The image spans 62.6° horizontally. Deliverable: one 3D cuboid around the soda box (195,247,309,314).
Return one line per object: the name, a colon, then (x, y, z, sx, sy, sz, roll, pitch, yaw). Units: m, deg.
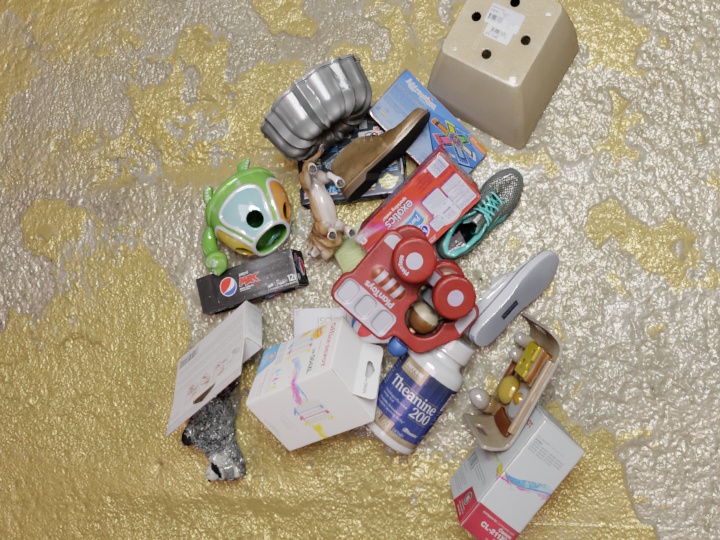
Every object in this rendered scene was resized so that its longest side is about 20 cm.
soda box: (-0.198, 0.021, 1.088, 0.196, 0.063, 0.072, -17, 82, 12)

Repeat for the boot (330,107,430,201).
boot: (0.028, -0.208, 0.984, 0.199, 0.073, 0.076, -40, 77, 20)

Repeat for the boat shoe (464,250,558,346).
boat shoe: (0.240, 0.033, 0.975, 0.199, 0.074, 0.065, -41, 43, -8)

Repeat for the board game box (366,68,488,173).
board game box: (0.115, -0.236, 1.017, 0.200, 0.019, 0.103, 45, 88, -2)

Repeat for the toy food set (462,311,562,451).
toy food set: (0.230, 0.167, 0.925, 0.060, 0.144, 0.203, 28, 94, -4)

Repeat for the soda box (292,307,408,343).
soda box: (-0.016, 0.096, 1.035, 0.195, 0.068, 0.065, -2, 86, 13)

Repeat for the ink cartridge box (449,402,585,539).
ink cartridge box: (0.234, 0.304, 0.913, 0.082, 0.146, 0.201, 37, 96, -1)

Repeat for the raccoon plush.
raccoon plush: (-0.232, 0.281, 1.070, 0.132, 0.097, 0.203, 30, 93, 6)

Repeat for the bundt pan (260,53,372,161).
bundt pan: (-0.060, -0.251, 0.960, 0.200, 0.202, 0.076, -37, 88, 9)

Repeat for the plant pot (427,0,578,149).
plant pot: (0.224, -0.347, 0.949, 0.198, 0.177, 0.203, 31, 95, 14)

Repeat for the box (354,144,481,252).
box: (0.093, -0.097, 0.978, 0.100, 0.096, 0.200, 43, 109, -8)

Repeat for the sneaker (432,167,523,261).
sneaker: (0.199, -0.086, 0.978, 0.077, 0.091, 0.201, 41, 97, 0)

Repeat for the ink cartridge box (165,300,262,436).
ink cartridge box: (-0.251, 0.175, 1.029, 0.199, 0.045, 0.178, -39, 34, 21)

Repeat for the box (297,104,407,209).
box: (-0.017, -0.205, 1.066, 0.195, 0.046, 0.163, -6, 85, 13)

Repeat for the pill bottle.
pill bottle: (0.099, 0.190, 0.978, 0.110, 0.111, 0.202, 37, 95, 13)

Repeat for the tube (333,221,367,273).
tube: (0.000, 0.000, 1.017, 0.057, 0.053, 0.202, -4, 45, -21)

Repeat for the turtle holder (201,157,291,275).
turtle holder: (-0.206, -0.089, 1.044, 0.184, 0.142, 0.132, -31, 63, -23)

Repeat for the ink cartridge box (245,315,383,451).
ink cartridge box: (-0.062, 0.180, 0.968, 0.197, 0.130, 0.126, -26, 117, 24)

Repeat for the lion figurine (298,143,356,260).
lion figurine: (-0.067, -0.112, 1.004, 0.071, 0.122, 0.205, -15, 107, -23)

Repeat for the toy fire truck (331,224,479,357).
toy fire truck: (0.074, 0.040, 0.906, 0.199, 0.112, 0.168, 42, 100, -11)
